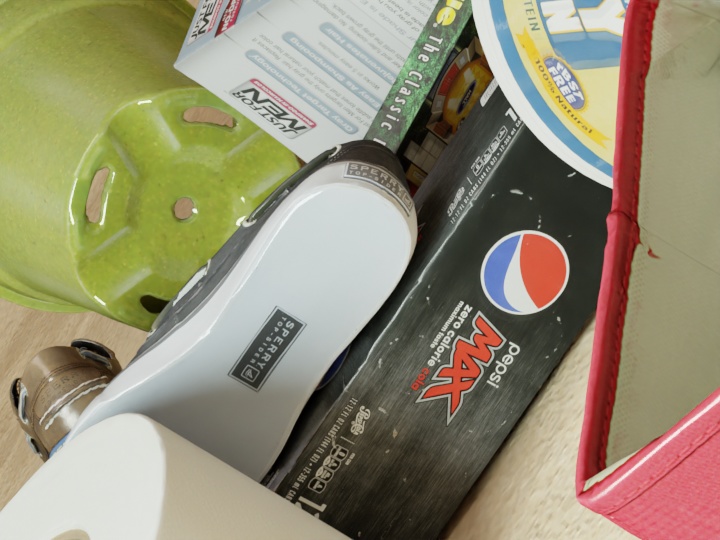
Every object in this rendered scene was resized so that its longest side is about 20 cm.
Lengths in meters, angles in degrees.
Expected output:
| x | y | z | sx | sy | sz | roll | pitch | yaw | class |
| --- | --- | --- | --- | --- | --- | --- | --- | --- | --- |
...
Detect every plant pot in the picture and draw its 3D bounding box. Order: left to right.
| x | y | z | sx | sy | sz | roll | pitch | yaw | class |
| --- | --- | --- | --- | --- | --- | --- | --- | --- | --- |
| -0.122 | -0.050 | 1.476 | 0.201 | 0.200 | 0.184 | -60 | 28 | 1 | plant pot |

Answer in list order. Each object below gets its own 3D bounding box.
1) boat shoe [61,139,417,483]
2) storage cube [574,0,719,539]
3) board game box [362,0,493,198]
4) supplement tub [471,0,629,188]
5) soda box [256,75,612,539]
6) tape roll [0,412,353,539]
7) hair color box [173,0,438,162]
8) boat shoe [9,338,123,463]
| x | y | z | sx | sy | sz | roll | pitch | yaw | class |
| --- | --- | --- | --- | --- | --- | --- | --- | --- | --- |
| -0.048 | 0.027 | 1.061 | 0.200 | 0.070 | 0.066 | -53 | 11 | 24 | boat shoe |
| 0.171 | -0.016 | 0.553 | 0.200 | 0.180 | 0.171 | -45 | 22 | 38 | storage cube |
| 0.047 | -0.062 | 1.133 | 0.023 | 0.105 | 0.200 | 26 | 86 | 32 | board game box |
| 0.137 | -0.105 | 0.855 | 0.200 | 0.145 | 0.145 | -20 | 43 | 65 | supplement tub |
| 0.037 | 0.019 | 1.062 | 0.200 | 0.071 | 0.063 | -56 | 19 | 14 | soda box |
| -0.073 | 0.171 | 0.993 | 0.203 | 0.139 | 0.203 | -46 | 24 | 27 | tape roll |
| 0.017 | -0.124 | 1.259 | 0.200 | 0.099 | 0.061 | -28 | 35 | 45 | hair color box |
| -0.135 | 0.072 | 1.386 | 0.072 | 0.072 | 0.200 | -34 | -6 | -12 | boat shoe |
